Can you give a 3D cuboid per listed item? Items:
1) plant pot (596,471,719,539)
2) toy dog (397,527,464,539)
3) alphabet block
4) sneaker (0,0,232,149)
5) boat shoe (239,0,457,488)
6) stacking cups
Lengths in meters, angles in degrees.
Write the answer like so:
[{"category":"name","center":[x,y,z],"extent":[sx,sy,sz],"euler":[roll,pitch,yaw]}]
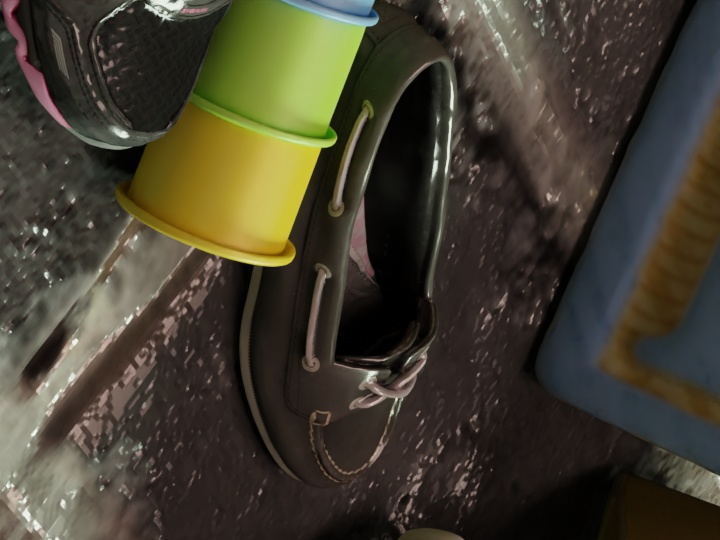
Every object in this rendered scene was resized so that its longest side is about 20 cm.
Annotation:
[{"category":"plant pot","center":[0.177,0.223,1.207],"extent":[0.196,0.200,0.195],"euler":[-81,-175,-72]},{"category":"toy dog","center":[0.000,0.211,1.101],"extent":[0.194,0.139,0.200],"euler":[-83,173,-57]},{"category":"alphabet block","center":[0.222,0.012,1.203],"extent":[0.200,0.196,0.196],"euler":[20,96,-58]},{"category":"sneaker","center":[-0.037,-0.122,0.837],"extent":[0.079,0.095,0.200],"euler":[-10,120,-54]},{"category":"boat shoe","center":[0.000,0.000,1.004],"extent":[0.067,0.057,0.200],"euler":[-34,136,-39]},{"category":"stacking cups","center":[-0.016,-0.104,0.900],"extent":[0.060,0.060,0.200],"euler":[-1,115,-55]}]
